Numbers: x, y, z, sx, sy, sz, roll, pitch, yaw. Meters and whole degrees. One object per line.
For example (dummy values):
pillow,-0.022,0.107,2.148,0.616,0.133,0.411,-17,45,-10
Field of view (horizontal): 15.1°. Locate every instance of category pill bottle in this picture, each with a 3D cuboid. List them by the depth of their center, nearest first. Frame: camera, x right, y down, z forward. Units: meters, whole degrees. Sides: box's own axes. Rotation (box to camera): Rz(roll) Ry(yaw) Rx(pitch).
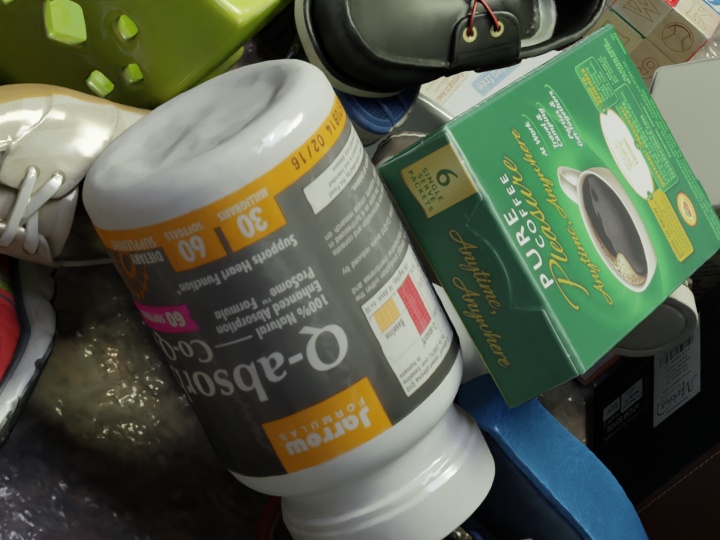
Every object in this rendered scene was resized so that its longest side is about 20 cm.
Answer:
pill bottle,-0.025,0.022,1.148,0.201,0.116,0.117,62,35,-20

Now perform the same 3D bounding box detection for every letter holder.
letter holder,0.231,0.075,1.366,0.141,0.200,0.101,25,46,-22

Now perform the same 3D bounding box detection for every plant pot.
plant pot,-0.126,-0.167,1.296,0.199,0.182,0.200,43,40,0

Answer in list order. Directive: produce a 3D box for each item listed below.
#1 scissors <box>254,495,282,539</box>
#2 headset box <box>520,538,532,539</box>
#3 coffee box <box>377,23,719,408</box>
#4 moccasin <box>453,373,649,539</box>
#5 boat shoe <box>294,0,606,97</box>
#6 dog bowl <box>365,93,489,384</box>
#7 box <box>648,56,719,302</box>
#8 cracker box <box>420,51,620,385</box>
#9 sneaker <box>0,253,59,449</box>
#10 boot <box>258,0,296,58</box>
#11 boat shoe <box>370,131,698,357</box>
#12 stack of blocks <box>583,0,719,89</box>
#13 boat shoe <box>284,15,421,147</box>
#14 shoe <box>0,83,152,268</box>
scissors,-0.008,0.049,1.233,0.073,0.202,0.014,0,12,-23
headset box,0.035,0.207,1.185,0.199,0.075,0.149,-6,60,-43
coffee box,0.090,-0.029,1.212,0.124,0.044,0.200,60,31,-4
moccasin,0.082,0.116,1.294,0.200,0.068,0.081,53,28,-34
boat shoe,0.043,-0.126,1.256,0.201,0.063,0.074,-15,90,-53
dog bowl,0.000,0.000,1.336,0.199,0.079,0.201,23,44,-24
box,0.239,-0.013,1.438,0.200,0.127,0.109,52,45,-38
cracker box,0.097,-0.051,1.480,0.200,0.058,0.134,46,39,2
sneaker,-0.181,0.020,1.180,0.084,0.077,0.201,21,34,-17
boot,0.007,-0.188,1.512,0.161,0.073,0.199,8,45,-32
boat shoe,0.081,-0.022,1.306,0.199,0.072,0.060,24,46,-30
stack of blocks,0.137,-0.214,1.656,0.200,0.059,0.115,40,39,-4
boat shoe,0.003,-0.120,1.317,0.072,0.072,0.200,55,37,-14
shoe,-0.116,-0.039,1.175,0.199,0.070,0.053,-3,37,-42
